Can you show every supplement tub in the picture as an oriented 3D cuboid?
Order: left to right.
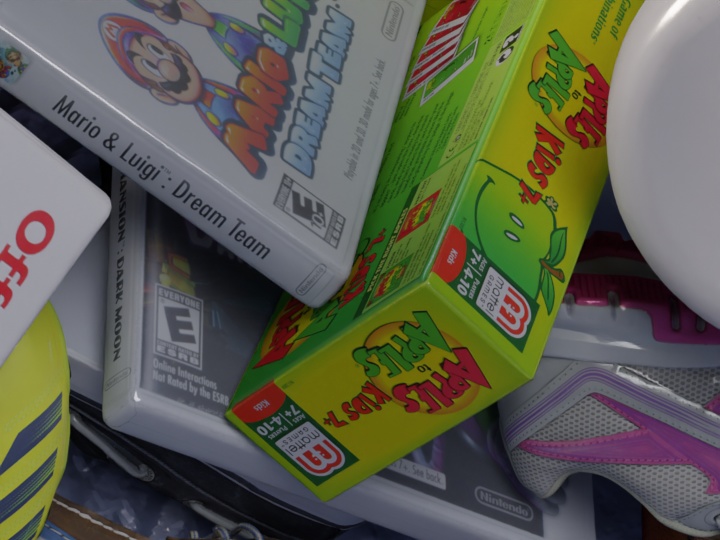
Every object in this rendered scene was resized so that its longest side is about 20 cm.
[{"bbox_3d":[0.167,-0.068,0.908,0.144,0.145,0.200,37,28,2],"label":"supplement tub"}]

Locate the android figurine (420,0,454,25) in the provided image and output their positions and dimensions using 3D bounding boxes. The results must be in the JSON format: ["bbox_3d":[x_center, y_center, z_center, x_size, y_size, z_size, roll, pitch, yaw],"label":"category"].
[{"bbox_3d":[0.029,-0.147,1.010,0.199,0.182,0.041,28,43,-2],"label":"android figurine"}]

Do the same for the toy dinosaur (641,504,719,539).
[{"bbox_3d":[0.134,0.049,1.000,0.199,0.105,0.182,-16,69,-18],"label":"toy dinosaur"}]

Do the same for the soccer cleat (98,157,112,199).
[{"bbox_3d":[-0.066,-0.076,1.021,0.086,0.070,0.202,-4,74,-28],"label":"soccer cleat"}]

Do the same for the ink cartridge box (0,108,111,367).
[{"bbox_3d":[-0.191,-0.023,0.792,0.200,0.084,0.145,39,83,-37],"label":"ink cartridge box"}]

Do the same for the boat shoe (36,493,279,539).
[{"bbox_3d":[-0.049,0.127,0.941,0.199,0.072,0.072,36,47,3],"label":"boat shoe"}]

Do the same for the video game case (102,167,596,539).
[{"bbox_3d":[0.000,0.000,0.967,0.199,0.023,0.183,23,51,-32],"label":"video game case"}]

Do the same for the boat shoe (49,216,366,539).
[{"bbox_3d":[-0.081,0.033,0.951,0.199,0.068,0.072,32,43,-18],"label":"boat shoe"}]

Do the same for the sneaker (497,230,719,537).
[{"bbox_3d":[0.135,0.045,0.940,0.198,0.089,0.081,8,23,14],"label":"sneaker"}]

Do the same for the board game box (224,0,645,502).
[{"bbox_3d":[0.033,-0.026,0.922,0.048,0.101,0.201,41,43,-16],"label":"board game box"}]

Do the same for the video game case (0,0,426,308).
[{"bbox_3d":[-0.065,-0.097,0.923,0.182,0.024,0.200,36,32,-13],"label":"video game case"}]

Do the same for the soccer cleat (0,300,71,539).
[{"bbox_3d":[-0.150,0.094,0.868,0.064,0.084,0.201,29,96,15],"label":"soccer cleat"}]
